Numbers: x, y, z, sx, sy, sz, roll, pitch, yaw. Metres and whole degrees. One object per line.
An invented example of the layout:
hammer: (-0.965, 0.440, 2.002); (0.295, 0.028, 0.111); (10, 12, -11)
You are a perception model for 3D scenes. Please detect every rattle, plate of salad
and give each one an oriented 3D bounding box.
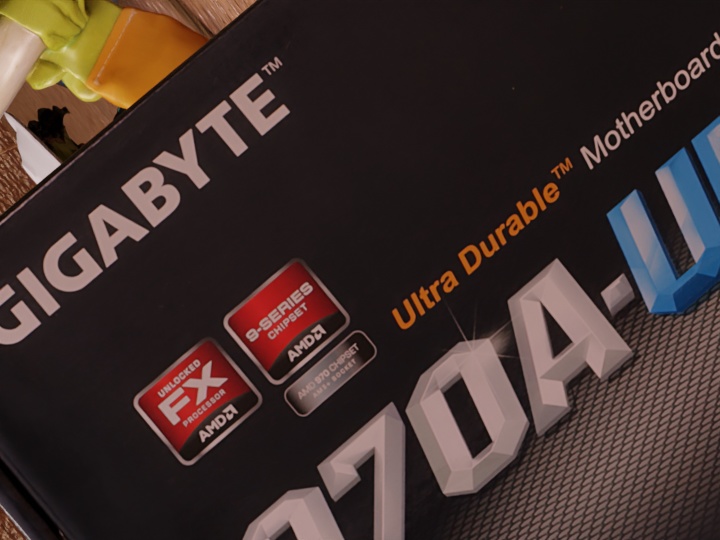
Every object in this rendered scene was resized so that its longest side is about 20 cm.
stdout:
rattle: (-0.158, -0.093, 1.277); (0.142, 0.131, 0.200); (20, 138, -18)
plate of salad: (-0.135, -0.026, 1.378); (0.200, 0.048, 0.200); (47, 175, 6)

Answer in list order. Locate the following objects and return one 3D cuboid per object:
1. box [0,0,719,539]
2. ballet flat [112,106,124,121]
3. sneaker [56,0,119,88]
box: (0.042, 0.007, 0.405); (0.159, 0.200, 0.046); (51, 175, -3)
ballet flat: (-0.068, -0.032, 1.338); (0.200, 0.068, 0.068); (49, 171, 1)
sneaker: (-0.200, -0.198, 1.354); (0.201, 0.073, 0.082); (57, -173, -10)
